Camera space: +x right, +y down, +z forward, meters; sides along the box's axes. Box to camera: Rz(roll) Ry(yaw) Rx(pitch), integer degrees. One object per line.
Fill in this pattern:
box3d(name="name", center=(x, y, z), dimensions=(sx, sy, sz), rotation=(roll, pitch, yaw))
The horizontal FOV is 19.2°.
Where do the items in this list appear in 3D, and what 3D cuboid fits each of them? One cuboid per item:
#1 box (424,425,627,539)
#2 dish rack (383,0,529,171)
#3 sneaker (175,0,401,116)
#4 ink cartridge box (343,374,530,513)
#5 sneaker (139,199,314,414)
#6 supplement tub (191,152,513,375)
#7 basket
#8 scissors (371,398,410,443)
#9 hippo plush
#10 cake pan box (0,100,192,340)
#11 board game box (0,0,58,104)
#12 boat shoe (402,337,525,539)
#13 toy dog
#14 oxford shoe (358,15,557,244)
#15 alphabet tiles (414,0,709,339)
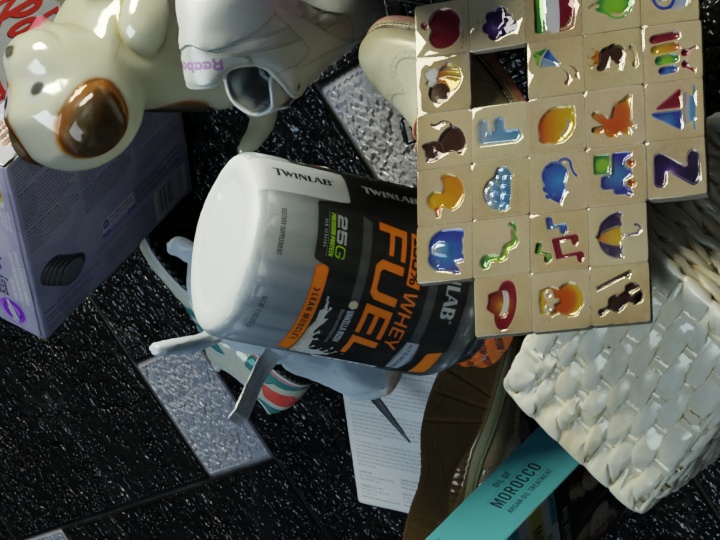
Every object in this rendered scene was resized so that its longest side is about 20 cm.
box3d(name="box", center=(0.105, 0.180, 1.431), dimensions=(0.049, 0.200, 0.082), rotation=(19, 135, 36))
box3d(name="dish rack", center=(0.076, -0.124, 1.307), dimensions=(0.153, 0.055, 0.200), rotation=(20, 132, 49))
box3d(name="sneaker", center=(-0.048, -0.145, 1.327), dimensions=(0.075, 0.200, 0.100), rotation=(4, 94, 38))
box3d(name="ink cartridge box", center=(0.051, 0.084, 1.573), dimensions=(0.161, 0.050, 0.200), rotation=(6, 107, 49))
box3d(name="sneaker", center=(-0.115, 0.035, 1.693), dimensions=(0.200, 0.070, 0.093), rotation=(45, 141, 8))
box3d(name="supplement tub", center=(0.000, 0.000, 1.389), dimensions=(0.123, 0.200, 0.123), rotation=(-169, 90, -68))
box3d(name="basket", center=(0.188, 0.032, 1.248), dimensions=(0.136, 0.123, 0.200), rotation=(43, 142, 15))
box3d(name="scissors", center=(-0.010, 0.073, 1.587), dimensions=(0.200, 0.014, 0.073), rotation=(58, 149, 35))
box3d(name="hippo plush", center=(-0.051, 0.021, 1.524), dimensions=(0.159, 0.200, 0.161), rotation=(43, 170, -20))
box3d(name="cake pan box", center=(-0.203, -0.078, 1.580), dimensions=(0.052, 0.200, 0.184), rotation=(26, 145, 23))
box3d(name="board game box", center=(-0.268, -0.158, 1.585), dimensions=(0.046, 0.200, 0.152), rotation=(20, 135, 40))
box3d(name="boat shoe", center=(0.082, 0.133, 1.483), dimensions=(0.071, 0.064, 0.200), rotation=(24, 101, 56))
box3d(name="toy dog", center=(-0.160, -0.145, 1.461), dimensions=(0.139, 0.200, 0.194), rotation=(11, 128, 47))
box3d(name="oxford shoe", center=(0.056, -0.083, 1.242), dimensions=(0.200, 0.074, 0.071), rotation=(39, 147, 35))
box3d(name="alphabet tiles", center=(0.109, -0.064, 1.176), dimensions=(0.167, 0.200, 0.008), rotation=(-6, 165, 21))
